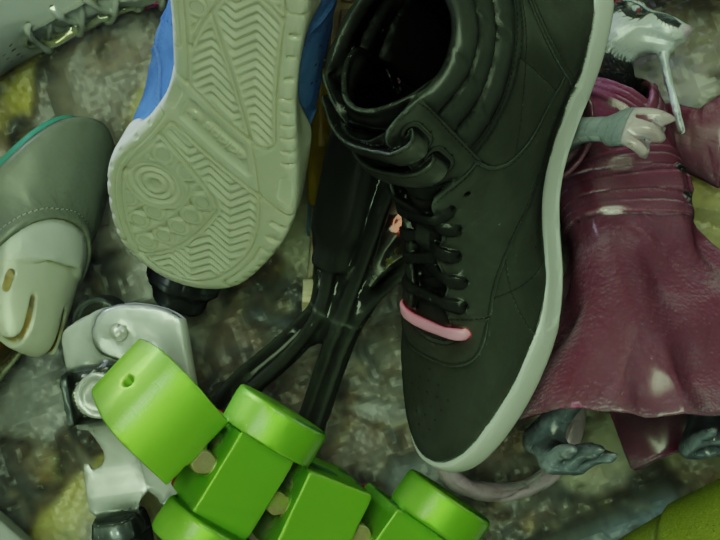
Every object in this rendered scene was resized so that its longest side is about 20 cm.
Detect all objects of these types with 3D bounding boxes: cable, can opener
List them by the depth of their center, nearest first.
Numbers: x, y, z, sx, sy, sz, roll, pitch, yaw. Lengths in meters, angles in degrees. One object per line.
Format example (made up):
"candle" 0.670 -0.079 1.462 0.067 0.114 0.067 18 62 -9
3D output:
"cable" 0.000 0.000 0.885 0.097 0.050 0.201 17 105 10
"can opener" -0.077 0.107 0.892 0.052 0.066 0.201 -9 91 11

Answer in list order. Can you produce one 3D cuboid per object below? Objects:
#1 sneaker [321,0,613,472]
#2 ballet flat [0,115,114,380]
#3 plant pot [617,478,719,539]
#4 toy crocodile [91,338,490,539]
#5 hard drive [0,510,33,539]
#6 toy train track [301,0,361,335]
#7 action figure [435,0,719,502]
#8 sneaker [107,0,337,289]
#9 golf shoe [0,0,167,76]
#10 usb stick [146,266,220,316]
"sneaker" 0.023 -0.024 0.792 0.071 0.099 0.201 22 106 43
"ballet flat" -0.154 0.030 0.901 0.200 0.067 0.064 -50 53 5
"plant pot" 0.096 0.192 0.802 0.193 0.200 0.201 -24 81 17
"toy crocodile" -0.016 0.094 0.856 0.200 0.062 0.068 31 92 -23
"hard drive" -0.136 0.184 0.859 0.200 0.027 0.132 33 88 39
"toy train track" -0.007 -0.075 0.911 0.114 0.033 0.201 3 85 8
"action figure" 0.106 -0.020 0.875 0.149 0.134 0.201 -29 63 46
"sneaker" -0.037 -0.090 0.822 0.077 0.200 0.111 19 46 7
"golf shoe" -0.107 -0.130 0.910 0.091 0.075 0.200 41 92 10
"usb stick" -0.044 -0.080 0.886 0.033 0.055 0.201 16 101 -12
